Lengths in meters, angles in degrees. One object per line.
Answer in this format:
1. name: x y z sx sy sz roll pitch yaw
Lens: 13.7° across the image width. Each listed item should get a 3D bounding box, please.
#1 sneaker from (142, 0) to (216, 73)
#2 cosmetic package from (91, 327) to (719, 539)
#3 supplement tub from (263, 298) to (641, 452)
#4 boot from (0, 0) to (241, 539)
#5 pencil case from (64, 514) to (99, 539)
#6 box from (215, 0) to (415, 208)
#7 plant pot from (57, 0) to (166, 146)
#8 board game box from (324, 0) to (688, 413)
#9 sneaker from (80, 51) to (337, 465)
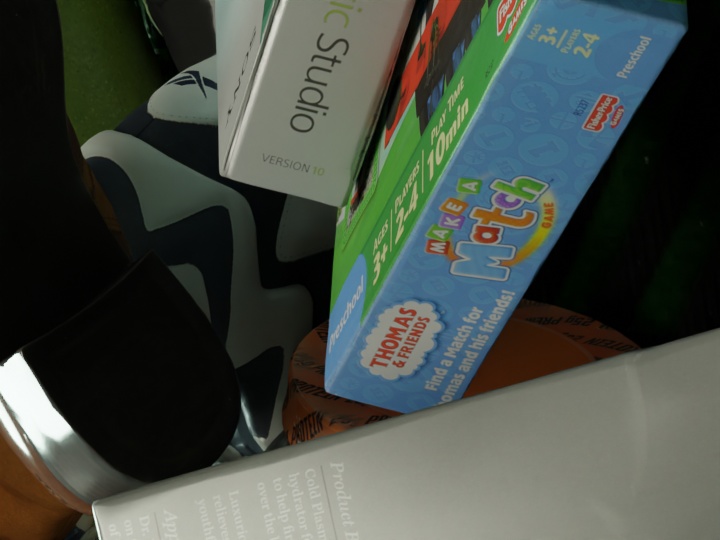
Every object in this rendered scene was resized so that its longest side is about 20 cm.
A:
1. sneaker: -0.083 -0.136 0.950 0.072 0.082 0.201 -45 60 59
2. cosmetic package: 0.053 0.073 0.650 0.199 0.090 0.107 -14 84 19
3. supplement tub: 0.025 0.116 0.791 0.122 0.122 0.201 40 134 51
4. boot: -0.113 -0.011 0.790 0.189 0.068 0.200 53 157 -3
5. pencil case: -0.116 0.114 0.956 0.199 0.078 0.090 -13 81 47
6. box: -0.003 -0.129 0.741 0.200 0.036 0.145 -98 23 -56
7. plant pot: -0.127 -0.021 0.999 0.200 0.187 0.187 55 151 0
8. board game box: 0.034 -0.089 0.704 0.152 0.036 0.201 118 162 -51
9. sneaker: 0.000 0.000 0.859 0.079 0.130 0.199 24 159 48
